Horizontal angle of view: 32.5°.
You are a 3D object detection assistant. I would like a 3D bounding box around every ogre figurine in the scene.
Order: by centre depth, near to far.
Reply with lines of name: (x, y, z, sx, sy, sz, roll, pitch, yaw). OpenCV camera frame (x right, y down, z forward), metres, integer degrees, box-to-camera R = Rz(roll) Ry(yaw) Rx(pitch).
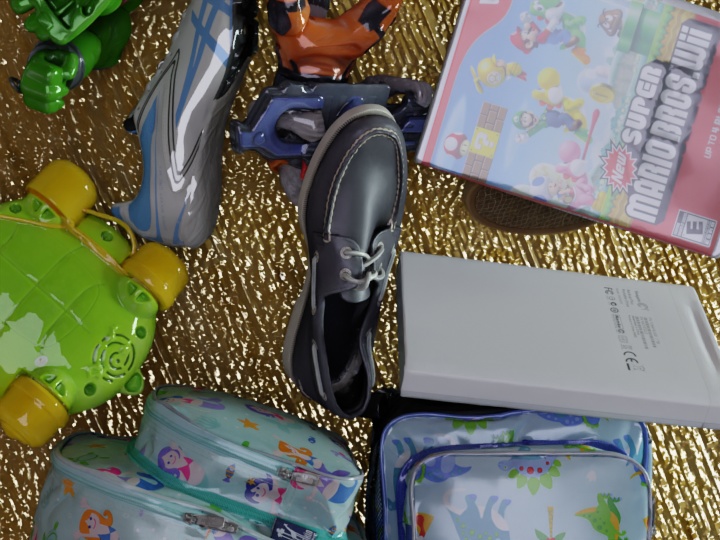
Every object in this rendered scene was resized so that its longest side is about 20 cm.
ogre figurine: (-0.151, -0.192, 0.741, 0.097, 0.120, 0.202, 0, 92, 1)

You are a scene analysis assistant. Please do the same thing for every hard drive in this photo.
hard drive: (0.122, 0.041, 0.769, 0.198, 0.132, 0.027, 7, 122, -4)

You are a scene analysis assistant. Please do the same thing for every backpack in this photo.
backpack: (-0.094, 0.150, 0.737, 0.198, 0.178, 0.152, 11, 92, -6)
backpack: (0.092, 0.181, 0.766, 0.181, 0.147, 0.202, -1, 96, -1)

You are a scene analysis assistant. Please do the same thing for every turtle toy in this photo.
turtle toy: (-0.210, 0.009, 0.758, 0.200, 0.101, 0.146, 42, 69, -2)

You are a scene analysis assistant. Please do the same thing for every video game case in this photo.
video game case: (0.147, -0.105, 0.757, 0.198, 0.017, 0.144, 17, 93, -3)

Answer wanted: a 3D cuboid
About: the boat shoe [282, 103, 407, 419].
boat shoe: (0.000, 0.000, 0.754, 0.072, 0.063, 0.201, -5, 121, -30)

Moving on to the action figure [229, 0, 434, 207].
action figure: (-0.003, -0.126, 0.786, 0.199, 0.104, 0.195, 4, 100, -33)

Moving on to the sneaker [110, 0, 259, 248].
sneaker: (-0.109, -0.116, 0.775, 0.072, 0.072, 0.202, 13, 89, 5)

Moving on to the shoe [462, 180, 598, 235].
shoe: (0.161, -0.075, 0.806, 0.198, 0.054, 0.070, -15, 125, 2)
